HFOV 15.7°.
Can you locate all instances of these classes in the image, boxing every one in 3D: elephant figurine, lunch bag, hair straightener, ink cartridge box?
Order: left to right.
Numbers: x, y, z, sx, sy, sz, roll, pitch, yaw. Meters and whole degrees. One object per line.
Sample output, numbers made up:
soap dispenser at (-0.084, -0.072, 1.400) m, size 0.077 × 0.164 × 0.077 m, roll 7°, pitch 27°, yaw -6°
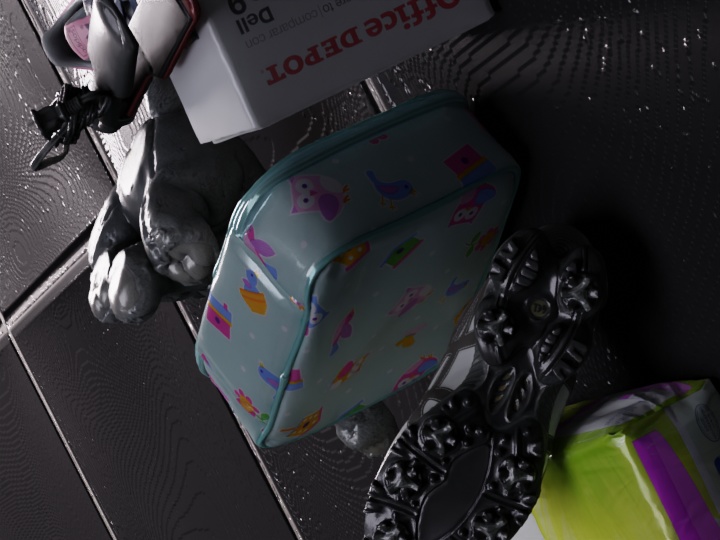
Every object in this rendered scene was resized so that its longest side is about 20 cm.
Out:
hair straightener at (-0.135, -0.093, 1.273) m, size 0.041 × 0.077 × 0.200 m, roll 61°, pitch 159°, yaw 3°
ink cartridge box at (-0.045, -0.181, 1.274) m, size 0.200 × 0.145 × 0.087 m, roll 67°, pitch 159°, yaw -8°
elephant figurine at (-0.052, -0.004, 1.544) m, size 0.155 × 0.200 × 0.142 m, roll -63°, pitch 24°, yaw 24°
lunch bag at (0.000, 0.000, 1.369) m, size 0.077 × 0.160 × 0.200 m, roll 49°, pitch 149°, yaw 20°

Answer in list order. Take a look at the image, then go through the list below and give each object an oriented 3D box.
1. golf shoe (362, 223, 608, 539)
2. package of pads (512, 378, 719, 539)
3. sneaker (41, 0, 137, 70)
golf shoe at (0.068, 0.068, 1.296) m, size 0.078 × 0.200 × 0.094 m, roll 29°, pitch -166°, yaw 1°
package of pads at (0.141, 0.138, 1.318) m, size 0.155 × 0.068 × 0.200 m, roll 63°, pitch 158°, yaw -1°
sneaker at (-0.127, -0.149, 1.536) m, size 0.070 × 0.082 × 0.200 m, roll 65°, pitch 158°, yaw -4°
